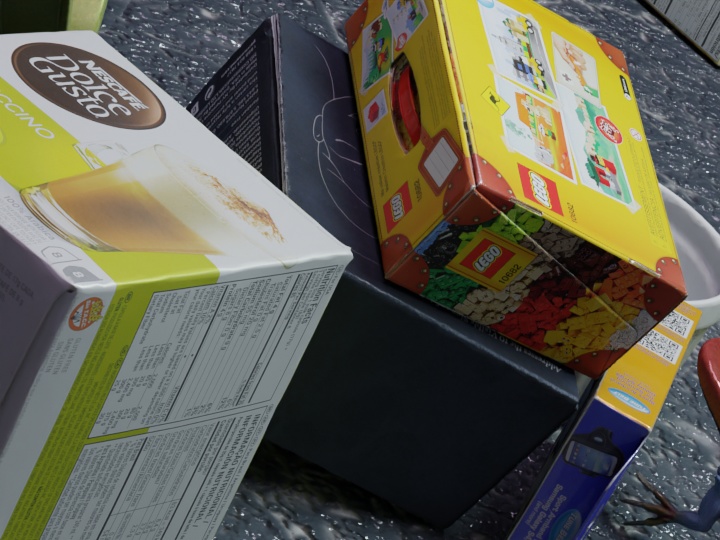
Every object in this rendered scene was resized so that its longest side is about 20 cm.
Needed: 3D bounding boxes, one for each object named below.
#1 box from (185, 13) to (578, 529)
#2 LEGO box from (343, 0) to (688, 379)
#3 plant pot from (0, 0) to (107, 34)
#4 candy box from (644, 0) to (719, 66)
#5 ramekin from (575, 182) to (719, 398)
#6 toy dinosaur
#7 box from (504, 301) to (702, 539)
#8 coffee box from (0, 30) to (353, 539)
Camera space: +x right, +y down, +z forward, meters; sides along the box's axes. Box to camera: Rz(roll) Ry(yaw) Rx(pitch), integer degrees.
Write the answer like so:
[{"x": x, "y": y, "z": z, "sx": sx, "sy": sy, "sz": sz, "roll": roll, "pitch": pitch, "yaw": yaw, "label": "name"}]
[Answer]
[{"x": 0.000, "y": 0.000, "z": 1.579, "sx": 0.200, "sy": 0.124, "sz": 0.197, "roll": 29, "pitch": 32, "yaw": -25, "label": "box"}, {"x": 0.080, "y": -0.060, "z": 1.554, "sx": 0.149, "sy": 0.077, "sz": 0.200, "roll": 26, "pitch": 35, "yaw": -29, "label": "LEGO box"}, {"x": -0.252, "y": -0.234, "z": 1.843, "sx": 0.189, "sy": 0.201, "sz": 0.200, "roll": 12, "pitch": 25, "yaw": 1, "label": "plant pot"}, {"x": 0.294, "y": -0.245, "z": 2.493, "sx": 0.115, "sy": 0.055, "sz": 0.200, "roll": 1, "pitch": 34, "yaw": -42, "label": "candy box"}, {"x": 0.121, "y": 0.006, "z": 1.786, "sx": 0.199, "sy": 0.105, "sz": 0.200, "roll": 20, "pitch": 25, "yaw": -10, "label": "ramekin"}, {"x": 0.242, "y": 0.121, "z": 1.610, "sx": 0.105, "sy": 0.182, "sz": 0.200, "roll": -18, "pitch": 2, "yaw": -32, "label": "toy dinosaur"}, {"x": 0.130, "y": 0.094, "z": 1.604, "sx": 0.041, "sy": 0.119, "sz": 0.200, "roll": 31, "pitch": 25, "yaw": 5, "label": "box"}, {"x": -0.164, "y": 0.023, "z": 1.372, "sx": 0.200, "sy": 0.200, "sz": 0.197, "roll": 40, "pitch": 28, "yaw": 28, "label": "coffee box"}]
